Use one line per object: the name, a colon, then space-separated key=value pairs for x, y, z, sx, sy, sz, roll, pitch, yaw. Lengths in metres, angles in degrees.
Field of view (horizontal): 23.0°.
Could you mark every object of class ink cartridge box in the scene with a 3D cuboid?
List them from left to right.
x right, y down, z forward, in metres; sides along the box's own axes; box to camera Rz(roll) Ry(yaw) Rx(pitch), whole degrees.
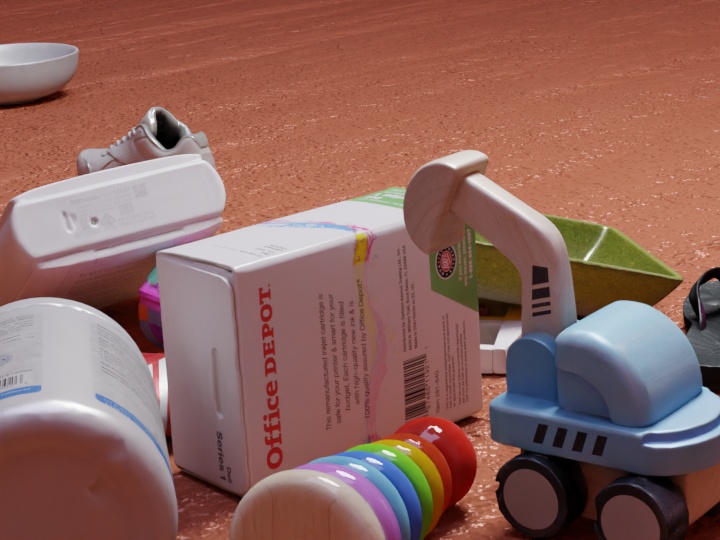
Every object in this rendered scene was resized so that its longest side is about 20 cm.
ink cartridge box: x=-0.022 y=0.040 z=1.109 sx=0.200 sy=0.145 sz=0.084 roll=-17 pitch=20 yaw=-39

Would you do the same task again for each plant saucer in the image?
plant saucer: x=0.125 y=-0.009 z=1.371 sx=0.199 sy=0.048 sz=0.200 roll=10 pitch=12 yaw=-10

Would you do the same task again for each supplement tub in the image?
supplement tub: x=-0.168 y=0.101 z=0.947 sx=0.132 sy=0.132 sz=0.200 roll=-5 pitch=15 yaw=-8

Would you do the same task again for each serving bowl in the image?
serving bowl: x=-0.486 y=-0.267 z=2.442 sx=0.199 sy=0.066 sz=0.200 roll=-3 pitch=15 yaw=1

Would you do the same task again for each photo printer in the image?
photo printer: x=-0.206 y=-0.018 z=1.370 sx=0.166 sy=0.070 sz=0.200 roll=-16 pitch=-10 yaw=-23

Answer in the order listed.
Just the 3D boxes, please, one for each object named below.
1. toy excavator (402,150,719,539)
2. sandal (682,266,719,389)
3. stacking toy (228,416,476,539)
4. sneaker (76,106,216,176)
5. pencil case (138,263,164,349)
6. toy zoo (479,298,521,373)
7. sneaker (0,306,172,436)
toy excavator: x=0.116 y=0.040 z=0.984 sx=0.194 sy=0.201 sz=0.100 roll=10 pitch=19 yaw=37
sandal: x=0.267 y=0.031 z=1.270 sx=0.075 sy=0.048 sz=0.200 roll=1 pitch=17 yaw=13
stacking toy: x=0.011 y=0.126 z=0.949 sx=0.085 sy=0.086 sz=0.200 roll=4 pitch=10 yaw=24
sneaker: x=-0.214 y=-0.119 z=1.800 sx=0.200 sy=0.100 sz=0.078 roll=10 pitch=20 yaw=38
pencil case: x=-0.094 y=0.031 z=1.232 sx=0.088 sy=0.089 sz=0.200 roll=-9 pitch=8 yaw=-22
toy zoo: x=0.048 y=0.045 z=1.311 sx=0.199 sy=0.021 sz=0.131 roll=1 pitch=16 yaw=11
sneaker: x=-0.182 y=0.074 z=1.187 sx=0.115 sy=0.079 sz=0.200 roll=-3 pitch=24 yaw=-36
